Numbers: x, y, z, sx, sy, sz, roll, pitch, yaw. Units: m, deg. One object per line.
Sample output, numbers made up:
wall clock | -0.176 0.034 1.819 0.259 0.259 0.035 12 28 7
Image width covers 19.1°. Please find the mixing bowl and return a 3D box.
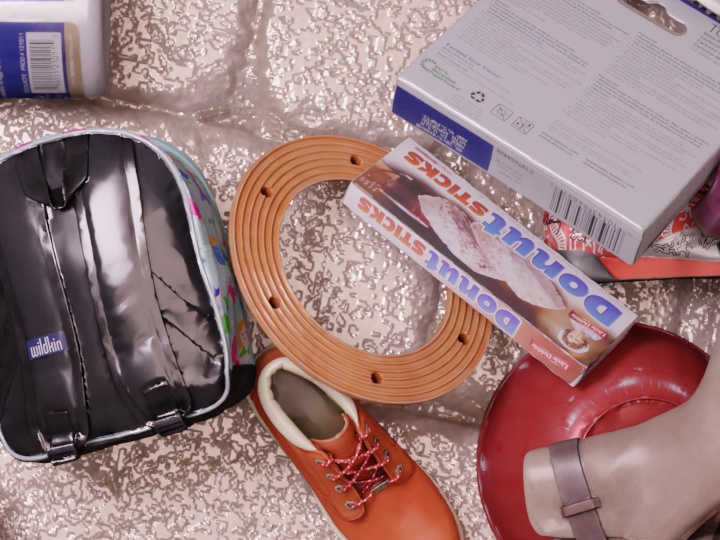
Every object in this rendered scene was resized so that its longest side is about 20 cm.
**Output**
mixing bowl | 0.182 0.131 1.425 0.199 0.108 0.201 0 86 -4

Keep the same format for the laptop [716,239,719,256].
laptop | 0.296 0.096 1.421 0.187 0.116 0.201 1 118 -40

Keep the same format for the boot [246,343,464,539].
boot | -0.003 0.132 1.415 0.075 0.107 0.200 -43 91 -6

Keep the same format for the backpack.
backpack | -0.165 0.009 1.384 0.177 0.151 0.201 -16 93 10

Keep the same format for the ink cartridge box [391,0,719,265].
ink cartridge box | 0.155 -0.121 1.427 0.199 0.041 0.200 34 55 17

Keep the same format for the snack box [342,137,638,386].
snack box | 0.085 -0.008 1.418 0.200 0.024 0.072 39 45 13

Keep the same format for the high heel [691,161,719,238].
high heel | 0.316 -0.073 1.420 0.199 0.096 0.068 -20 68 -33

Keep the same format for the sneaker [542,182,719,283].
sneaker | 0.224 -0.048 1.457 0.200 0.067 0.109 -2 89 -1

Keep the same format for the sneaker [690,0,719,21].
sneaker | 0.313 -0.200 1.457 0.199 0.070 0.094 17 109 -6

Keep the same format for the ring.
ring | 0.000 0.000 1.417 0.200 0.019 0.201 17 55 -25

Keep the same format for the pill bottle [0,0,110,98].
pill bottle | -0.267 -0.171 1.412 0.199 0.116 0.116 0 87 -4

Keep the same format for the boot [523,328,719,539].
boot | 0.174 0.122 1.323 0.145 0.070 0.201 1 95 18
